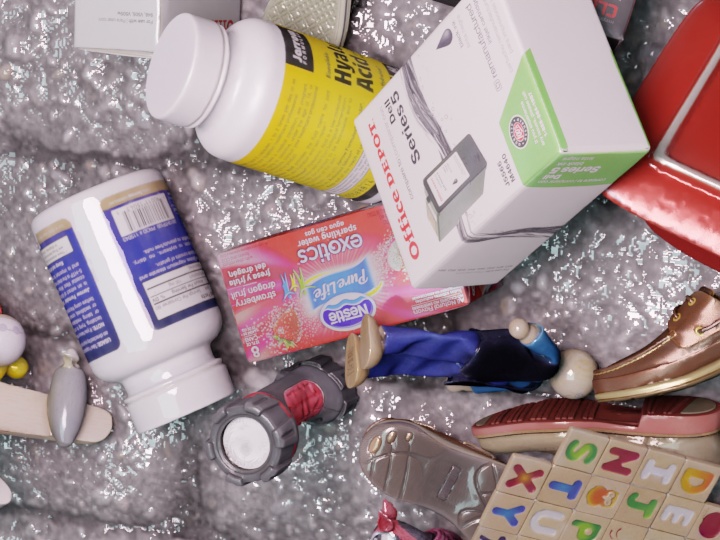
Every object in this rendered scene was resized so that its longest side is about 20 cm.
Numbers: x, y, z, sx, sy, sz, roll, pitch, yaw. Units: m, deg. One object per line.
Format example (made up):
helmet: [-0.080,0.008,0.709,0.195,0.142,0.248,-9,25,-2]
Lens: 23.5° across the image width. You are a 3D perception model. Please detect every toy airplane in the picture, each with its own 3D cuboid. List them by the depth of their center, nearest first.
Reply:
toy airplane: [-0.329,0.099,1.471,0.199,0.200,0.141,45,122,9]

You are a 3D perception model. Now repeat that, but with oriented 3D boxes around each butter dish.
butter dish: [0.287,-0.064,1.249,0.199,0.148,0.200,27,65,16]

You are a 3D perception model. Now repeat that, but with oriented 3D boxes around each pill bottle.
pill bottle: [-0.059,-0.128,1.325,0.111,0.199,0.112,-31,52,50]
pill bottle: [-0.184,0.028,1.448,0.119,0.120,0.201,-23,89,22]

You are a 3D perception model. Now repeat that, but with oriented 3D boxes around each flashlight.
flashlight: [-0.054,0.114,1.367,0.068,0.200,0.068,-16,92,22]

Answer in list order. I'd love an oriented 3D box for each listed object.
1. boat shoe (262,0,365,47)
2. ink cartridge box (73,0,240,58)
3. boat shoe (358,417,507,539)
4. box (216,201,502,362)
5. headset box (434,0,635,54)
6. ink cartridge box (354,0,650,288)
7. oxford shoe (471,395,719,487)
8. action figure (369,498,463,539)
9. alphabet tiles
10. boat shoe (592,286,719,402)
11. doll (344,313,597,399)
boat shoe: [-0.028,-0.231,1.382,0.074,0.062,0.201,27,122,17]
ink cartridge box: [-0.158,-0.272,1.378,0.083,0.146,0.201,6,99,21]
boat shoe: [0.089,0.174,1.393,0.199,0.072,0.076,33,96,-7]
box: [0.000,0.000,1.384,0.199,0.100,0.096,-16,92,22]
headset box: [0.143,-0.257,1.262,0.148,0.077,0.201,19,87,4]
ink cartridge box: [0.093,-0.095,1.213,0.200,0.084,0.146,-45,58,49]
oxford shoe: [0.184,0.142,1.352,0.199,0.070,0.075,-1,103,22]
action figure: [0.068,0.268,1.365,0.148,0.134,0.201,-12,115,42]
alphabet tiles: [0.186,0.203,1.327,0.199,0.006,0.167,16,114,-18]
boat shoe: [0.265,0.046,1.309,0.199,0.072,0.068,-23,84,16]
doll: [0.091,0.071,1.346,0.199,0.137,0.049,5,65,-15]
